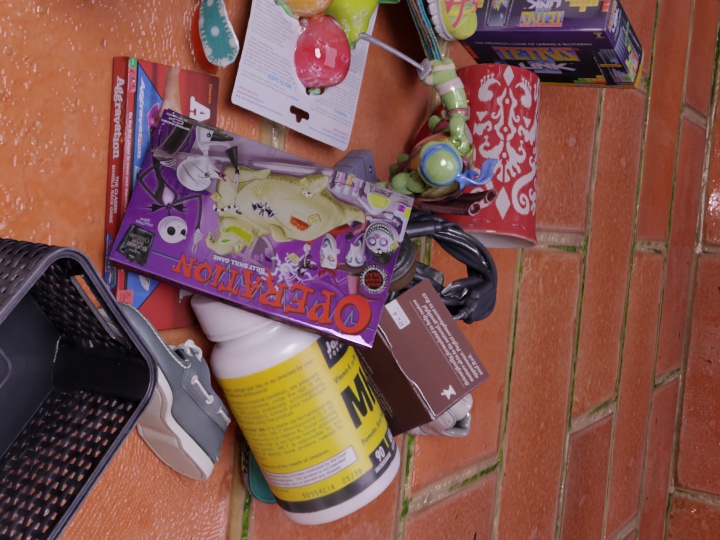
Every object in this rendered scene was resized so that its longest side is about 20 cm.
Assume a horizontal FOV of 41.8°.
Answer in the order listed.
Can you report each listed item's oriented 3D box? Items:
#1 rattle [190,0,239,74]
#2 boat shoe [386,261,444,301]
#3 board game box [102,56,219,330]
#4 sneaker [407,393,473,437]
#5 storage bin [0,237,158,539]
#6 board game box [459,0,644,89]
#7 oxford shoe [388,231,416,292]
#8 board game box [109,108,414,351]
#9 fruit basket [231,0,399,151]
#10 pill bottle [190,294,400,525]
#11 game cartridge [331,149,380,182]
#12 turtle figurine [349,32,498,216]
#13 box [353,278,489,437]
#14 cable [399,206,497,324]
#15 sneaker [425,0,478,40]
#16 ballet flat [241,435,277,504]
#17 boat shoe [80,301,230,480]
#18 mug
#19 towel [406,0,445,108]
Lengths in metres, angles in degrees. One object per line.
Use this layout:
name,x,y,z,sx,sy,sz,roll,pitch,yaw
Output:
rattle,-0.125,-0.265,0.696,0.142,0.130,0.201,18,111,-42
boat shoe,0.035,0.085,0.973,0.072,0.070,0.203,18,87,-64
board game box,-0.153,-0.055,0.729,0.103,0.019,0.203,-5,100,-60
sneaker,0.080,0.133,1.087,0.200,0.098,0.079,53,52,-50
storage bin,-0.228,0.091,0.558,0.201,0.093,0.136,-59,142,-34
board game box,0.233,-0.284,1.166,0.165,0.198,0.058,24,77,-57
oxford shoe,0.000,0.000,0.812,0.073,0.199,0.085,-44,110,-16
board game box,-0.069,-0.029,0.692,0.032,0.197,0.122,139,-31,-77
fruit basket,-0.043,-0.224,0.833,0.184,0.093,0.203,10,97,-59
pill bottle,-0.053,0.092,0.767,0.114,0.113,0.202,-43,114,-48
game cartridge,-0.009,-0.006,0.974,0.130,0.038,0.202,-51,137,-49
turtle figurine,0.039,-0.130,0.891,0.194,0.197,0.146,-24,125,-81
box,0.021,0.092,0.844,0.074,0.200,0.101,-31,85,-27
cable,0.064,-0.011,0.932,0.051,0.162,0.200,-60,166,23
sneaker,0.114,-0.325,1.037,0.200,0.089,0.079,55,34,-62
ballet flat,-0.075,0.109,0.866,0.074,0.073,0.203,5,94,-60
boat shoe,-0.148,0.082,0.715,0.062,0.072,0.201,-58,148,-33
mug,0.147,-0.139,1.123,0.177,0.132,0.203,16,79,-61
towel,0.065,-0.263,0.988,0.148,0.021,0.201,-100,168,-45
